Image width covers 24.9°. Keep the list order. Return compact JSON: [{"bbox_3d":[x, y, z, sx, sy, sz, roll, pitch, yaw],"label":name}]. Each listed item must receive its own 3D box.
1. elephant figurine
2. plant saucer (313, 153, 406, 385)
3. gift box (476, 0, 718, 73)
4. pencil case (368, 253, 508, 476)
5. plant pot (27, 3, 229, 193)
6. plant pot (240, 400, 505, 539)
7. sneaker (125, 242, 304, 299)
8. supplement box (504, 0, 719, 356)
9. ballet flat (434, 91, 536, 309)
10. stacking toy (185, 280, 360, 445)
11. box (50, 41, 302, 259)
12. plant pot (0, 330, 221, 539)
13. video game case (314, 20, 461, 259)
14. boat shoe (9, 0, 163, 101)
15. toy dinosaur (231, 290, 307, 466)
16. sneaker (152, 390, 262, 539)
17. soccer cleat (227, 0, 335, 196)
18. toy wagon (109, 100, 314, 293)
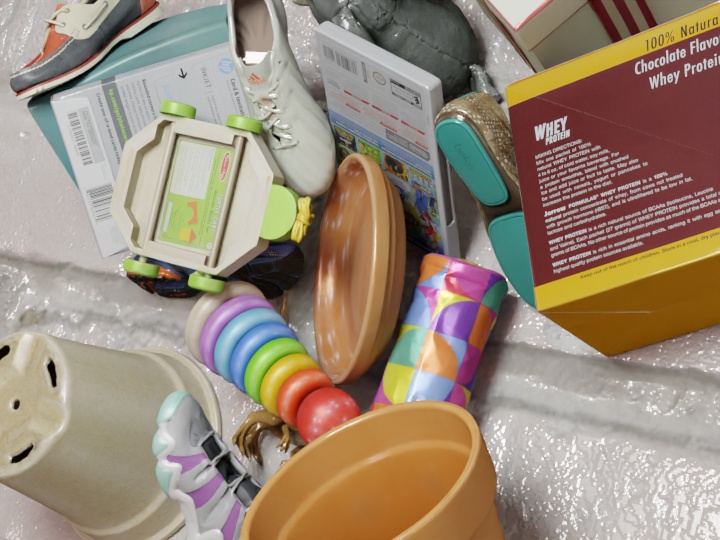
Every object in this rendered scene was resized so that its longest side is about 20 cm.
[{"bbox_3d":[0.009,-0.227,1.450,0.154,0.200,0.142,-17,62,26],"label":"elephant figurine"},{"bbox_3d":[0.000,0.000,1.412,0.200,0.037,0.201,-175,90,-75],"label":"plant saucer"},{"bbox_3d":[0.158,-0.268,1.366,0.184,0.187,0.200,-44,56,3],"label":"gift box"},{"bbox_3d":[0.059,0.088,1.371,0.088,0.088,0.201,14,79,36],"label":"pencil case"},{"bbox_3d":[-0.190,-0.163,1.576,0.199,0.142,0.141,-27,19,9],"label":"plant pot"},{"bbox_3d":[0.028,0.213,1.237,0.199,0.140,0.200,-24,23,11],"label":"plant pot"},{"bbox_3d":[-0.138,-0.020,1.551,0.199,0.075,0.079,2,70,32],"label":"sneaker"},{"bbox_3d":[0.239,-0.068,1.279,0.196,0.133,0.201,-19,63,27],"label":"supplement box"},{"bbox_3d":[0.129,-0.062,1.346,0.070,0.201,0.065,-5,33,41],"label":"ballet flat"},{"bbox_3d":[-0.066,0.089,1.403,0.200,0.085,0.086,38,94,41],"label":"stacking toy"},{"bbox_3d":[-0.167,-0.115,1.504,0.199,0.157,0.041,-18,17,-4],"label":"box"},{"bbox_3d":[-0.262,0.143,1.498,0.200,0.183,0.202,-13,65,30],"label":"plant pot"},{"bbox_3d":[0.025,-0.106,1.411,0.018,0.201,0.143,-35,47,-27],"label":"video game case"},{"bbox_3d":[-0.265,-0.226,1.536,0.071,0.063,0.200,-6,30,43],"label":"boat shoe"},{"bbox_3d":[-0.066,0.123,1.469,0.106,0.060,0.200,-36,43,4],"label":"toy dinosaur"},{"bbox_3d":[-0.093,0.193,1.403,0.139,0.078,0.201,-5,111,23],"label":"sneaker"},{"bbox_3d":[-0.076,-0.159,1.434,0.069,0.078,0.201,-17,94,14],"label":"soccer cleat"},{"bbox_3d":[-0.126,-0.060,1.425,0.199,0.040,0.156,14,90,23],"label":"toy wagon"}]
